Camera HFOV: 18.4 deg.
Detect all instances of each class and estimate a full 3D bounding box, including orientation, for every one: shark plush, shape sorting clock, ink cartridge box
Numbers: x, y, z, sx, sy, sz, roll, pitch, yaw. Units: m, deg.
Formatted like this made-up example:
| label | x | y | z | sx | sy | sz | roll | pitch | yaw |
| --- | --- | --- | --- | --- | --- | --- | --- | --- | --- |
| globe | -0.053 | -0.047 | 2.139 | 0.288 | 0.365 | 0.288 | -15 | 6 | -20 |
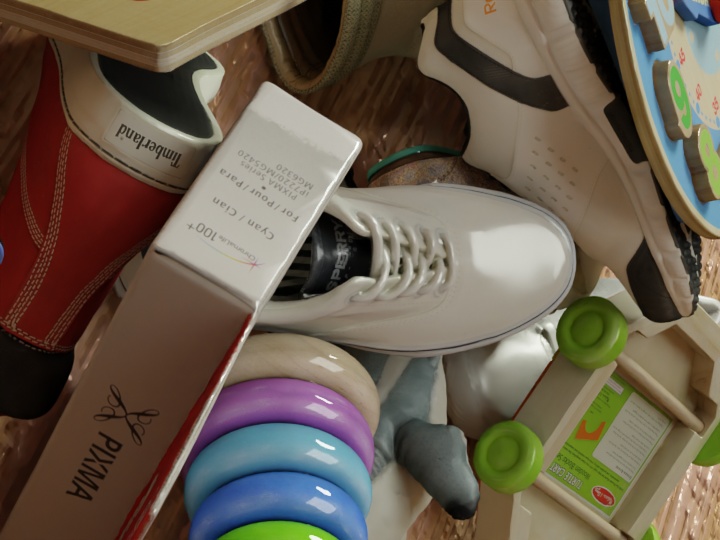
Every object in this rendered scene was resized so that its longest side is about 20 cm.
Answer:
| label | x | y | z | sx | sy | sz | roll | pitch | yaw |
| --- | --- | --- | --- | --- | --- | --- | --- | --- | --- |
| shark plush | -0.002 | 0.041 | 0.972 | 0.083 | 0.091 | 0.202 | 7 | 77 | -22 |
| shape sorting clock | 0.148 | -0.114 | 0.962 | 0.200 | 0.039 | 0.202 | 27 | 58 | -54 |
| ink cartridge box | -0.081 | 0.059 | 0.745 | 0.045 | 0.200 | 0.177 | 30 | 45 | -2 |

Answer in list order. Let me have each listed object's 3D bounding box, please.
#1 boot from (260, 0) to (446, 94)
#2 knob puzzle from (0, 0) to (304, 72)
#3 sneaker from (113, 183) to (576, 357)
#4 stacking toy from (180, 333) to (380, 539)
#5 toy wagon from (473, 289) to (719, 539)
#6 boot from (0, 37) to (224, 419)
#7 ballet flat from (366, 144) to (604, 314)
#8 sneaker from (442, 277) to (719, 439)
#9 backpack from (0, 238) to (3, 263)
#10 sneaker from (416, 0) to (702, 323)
| label | x | y | z | sx | sy | sz | roll | pitch | yaw |
| --- | --- | --- | --- | --- | --- | --- | --- | --- | --- |
| boot | 0.011 | -0.189 | 1.025 | 0.154 | 0.072 | 0.202 | -23 | 118 | -52 |
| knob puzzle | -0.077 | -0.124 | 0.816 | 0.220 | 0.218 | 0.031 | -44 | 141 | -50 |
| sneaker | 0.000 | 0.000 | 0.894 | 0.198 | 0.071 | 0.074 | -2 | 90 | -18 |
| stacking toy | -0.030 | 0.124 | 0.843 | 0.085 | 0.085 | 0.201 | 43 | 31 | -39 |
| toy wagon | 0.105 | 0.101 | 1.065 | 0.201 | 0.039 | 0.155 | -55 | 142 | -2 |
| boot | -0.114 | -0.026 | 0.836 | 0.072 | 0.145 | 0.200 | 28 | 16 | -14 |
| ballet flat | 0.073 | -0.014 | 1.023 | 0.199 | 0.068 | 0.068 | -1 | 63 | -49 |
| sneaker | 0.115 | 0.033 | 1.116 | 0.199 | 0.088 | 0.076 | -17 | 96 | -55 |
| backpack | -0.213 | -0.019 | 0.596 | 0.200 | 0.182 | 0.148 | 46 | 69 | -42 |
| sneaker | 0.091 | -0.053 | 0.967 | 0.201 | 0.079 | 0.074 | 58 | 25 | -33 |
